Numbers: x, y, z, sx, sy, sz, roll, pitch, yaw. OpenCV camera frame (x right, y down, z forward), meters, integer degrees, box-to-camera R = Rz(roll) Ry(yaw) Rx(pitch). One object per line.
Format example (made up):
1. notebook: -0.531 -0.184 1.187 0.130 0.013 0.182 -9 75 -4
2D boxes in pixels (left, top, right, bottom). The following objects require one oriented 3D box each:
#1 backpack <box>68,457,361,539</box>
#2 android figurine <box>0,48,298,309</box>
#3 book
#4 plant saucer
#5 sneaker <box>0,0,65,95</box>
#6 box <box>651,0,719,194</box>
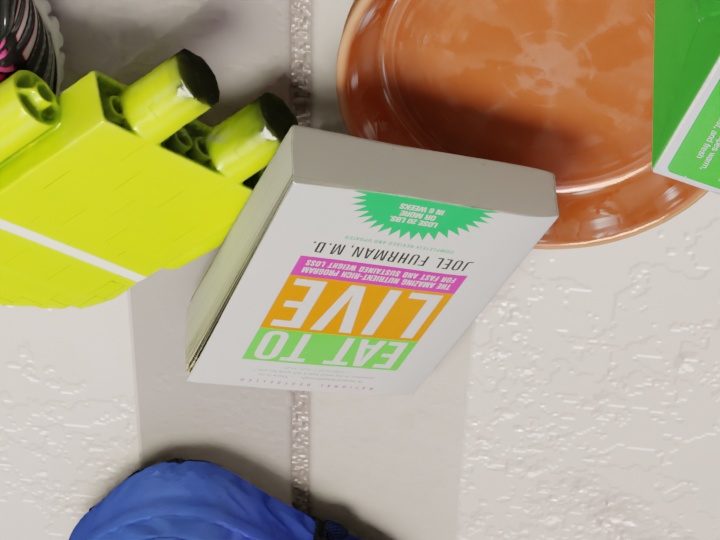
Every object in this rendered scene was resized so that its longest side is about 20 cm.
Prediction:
1. backpack: -0.079 0.214 1.250 0.200 0.168 0.162 38 121 -20
2. android figurine: -0.132 -0.039 1.063 0.200 0.041 0.182 -30 147 29
3. book: 0.000 0.000 1.083 0.133 0.048 0.200 8 149 -16
4. plant saucer: 0.089 -0.094 1.028 0.200 0.032 0.201 4 134 4
5. sneaker: -0.187 -0.120 1.005 0.074 0.088 0.200 4 133 5
6. box: 0.219 -0.110 0.879 0.176 0.200 0.097 18 134 -9
